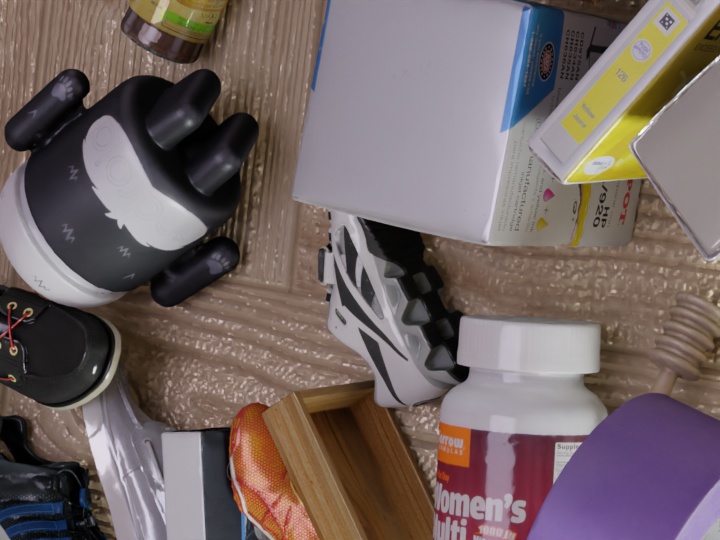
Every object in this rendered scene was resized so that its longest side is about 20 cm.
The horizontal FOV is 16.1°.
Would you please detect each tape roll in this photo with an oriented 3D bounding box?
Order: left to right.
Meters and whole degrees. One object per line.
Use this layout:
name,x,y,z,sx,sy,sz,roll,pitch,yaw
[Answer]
tape roll,0.175,0.181,1.523,0.085,0.200,0.201,26,103,30

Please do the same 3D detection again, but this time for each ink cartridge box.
ink cartridge box,-0.092,0.208,1.753,0.039,0.099,0.201,-3,89,31
ink cartridge box,0.078,-0.098,1.586,0.144,0.200,0.148,13,97,30
ink cartridge box,0.212,-0.135,1.502,0.200,0.197,0.047,-47,70,24

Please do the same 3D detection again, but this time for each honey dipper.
honey dipper,0.170,0.109,1.579,0.038,0.038,0.201,22,79,31

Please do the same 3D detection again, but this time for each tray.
tray,0.014,0.173,1.682,0.037,0.098,0.201,-35,73,31

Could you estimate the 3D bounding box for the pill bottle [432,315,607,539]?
pill bottle,0.102,0.131,1.623,0.109,0.109,0.201,4,92,32

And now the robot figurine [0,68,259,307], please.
robot figurine,-0.164,-0.058,1.788,0.200,0.125,0.151,-35,66,27

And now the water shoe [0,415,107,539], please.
water shoe,-0.224,0.180,1.855,0.200,0.071,0.079,38,104,25

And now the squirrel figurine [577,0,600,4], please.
squirrel figurine,0.140,-0.219,1.560,0.186,0.200,0.142,34,143,13

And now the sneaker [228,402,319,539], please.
sneaker,-0.025,0.177,1.726,0.077,0.073,0.201,-31,85,42

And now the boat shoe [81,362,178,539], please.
boat shoe,-0.148,0.147,1.813,0.068,0.072,0.201,-19,65,2

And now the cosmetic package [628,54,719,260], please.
cosmetic package,0.254,-0.069,1.473,0.103,0.200,0.087,-43,70,24

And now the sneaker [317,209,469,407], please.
sneaker,0.000,0.000,1.709,0.088,0.074,0.201,-28,79,34

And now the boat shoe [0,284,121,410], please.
boat shoe,-0.244,0.052,1.834,0.201,0.063,0.074,12,78,51

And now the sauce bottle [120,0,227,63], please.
sauce bottle,-0.101,-0.244,1.780,0.065,0.065,0.201,37,110,27
